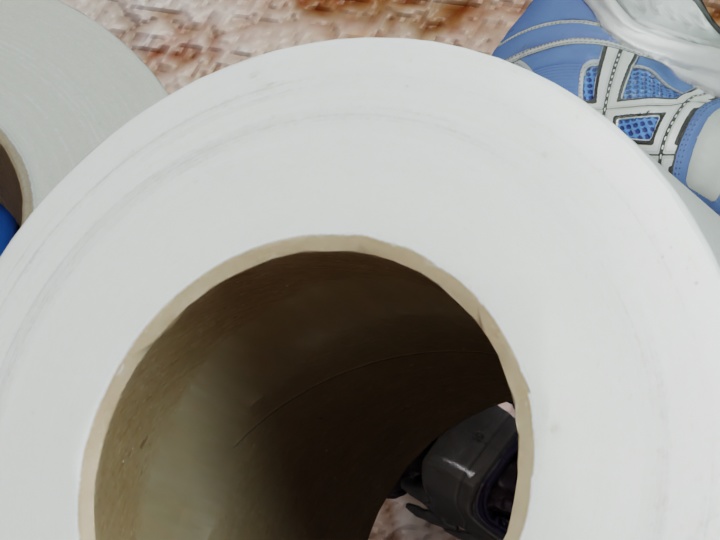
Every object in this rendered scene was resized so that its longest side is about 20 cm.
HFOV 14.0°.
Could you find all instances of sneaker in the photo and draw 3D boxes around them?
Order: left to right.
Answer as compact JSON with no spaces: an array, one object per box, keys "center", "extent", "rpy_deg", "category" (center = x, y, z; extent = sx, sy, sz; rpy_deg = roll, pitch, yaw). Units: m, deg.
[{"center":[0.100,-0.024,0.839],"extent":[0.077,0.076,0.200],"rpy_deg":[-44,38,3],"category":"sneaker"}]

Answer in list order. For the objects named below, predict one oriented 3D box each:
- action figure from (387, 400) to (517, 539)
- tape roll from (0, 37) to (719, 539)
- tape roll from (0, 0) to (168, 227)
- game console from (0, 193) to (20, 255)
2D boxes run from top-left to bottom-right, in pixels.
[{"center":[0.095,0.072,0.757],"extent":[0.200,0.069,0.130],"rpy_deg":[30,63,34],"category":"action figure"},{"center":[0.017,0.062,0.673],"extent":[0.202,0.139,0.203],"rpy_deg":[-9,70,24],"category":"tape roll"},{"center":[-0.142,-0.002,0.802],"extent":[0.202,0.037,0.203],"rpy_deg":[-1,52,1],"category":"tape roll"},{"center":[-0.192,-0.028,0.922],"extent":[0.199,0.118,0.171],"rpy_deg":[1,54,4],"category":"game console"}]
